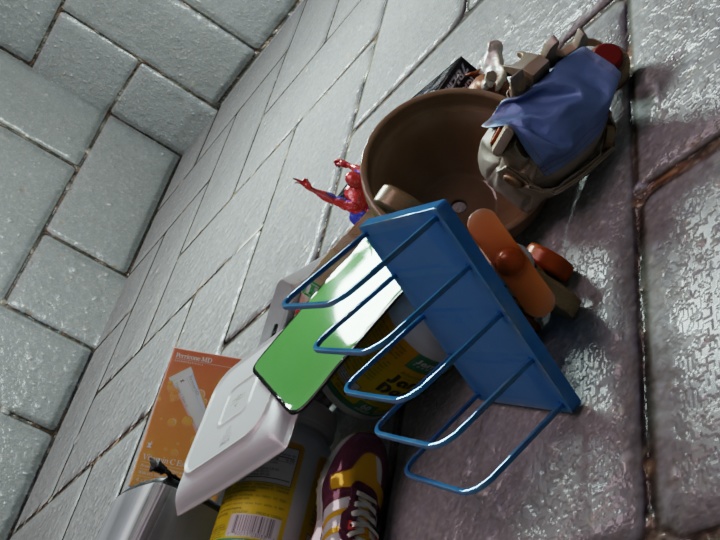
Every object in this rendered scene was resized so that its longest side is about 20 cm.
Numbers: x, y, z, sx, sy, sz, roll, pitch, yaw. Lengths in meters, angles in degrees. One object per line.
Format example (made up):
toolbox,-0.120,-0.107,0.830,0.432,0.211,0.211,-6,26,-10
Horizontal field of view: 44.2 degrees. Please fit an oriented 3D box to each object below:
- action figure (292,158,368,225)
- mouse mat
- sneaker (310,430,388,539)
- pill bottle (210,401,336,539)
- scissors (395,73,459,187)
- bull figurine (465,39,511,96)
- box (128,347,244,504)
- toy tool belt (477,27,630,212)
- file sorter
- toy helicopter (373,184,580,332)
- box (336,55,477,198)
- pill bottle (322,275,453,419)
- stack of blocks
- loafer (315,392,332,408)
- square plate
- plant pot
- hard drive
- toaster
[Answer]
action figure,-0.020,-0.096,1.114,0.065,0.099,0.200,-56,-9,-9
mouse mat,-0.024,0.046,0.887,0.200,0.008,0.161,-48,23,-6
sneaker,-0.005,0.252,0.841,0.090,0.075,0.200,-5,63,56
pill bottle,-0.088,0.241,0.952,0.113,0.113,0.200,-37,30,46
scissors,0.081,-0.139,1.054,0.014,0.073,0.200,15,64,29
bull figurine,0.147,-0.195,1.088,0.121,0.065,0.200,153,142,-83
box,-0.216,0.222,1.217,0.097,0.124,0.200,79,-158,-62
toy tool belt,0.192,-0.160,0.843,0.200,0.125,0.123,-49,-21,-8
file sorter,0.050,0.064,0.724,0.123,0.200,0.139,-40,13,-22
toy helicopter,0.100,-0.014,0.762,0.079,0.200,0.132,-59,3,0
box,0.064,-0.178,1.218,0.199,0.050,0.200,-56,11,-17
pill bottle,0.048,0.062,0.906,0.200,0.113,0.113,-43,26,38
stack of blocks,0.000,0.000,1.067,0.200,0.059,0.115,-50,-13,-40
loafer,-0.030,0.141,1.079,0.200,0.063,0.072,-38,-1,32
square plate,-0.121,0.144,0.953,0.200,0.028,0.198,-37,23,36
plant pot,0.104,-0.090,0.956,0.093,0.201,0.201,75,-149,-58
hard drive,-0.063,0.045,1.125,0.200,0.027,0.132,-33,-35,-62
toaster,-0.215,0.328,1.031,0.181,0.200,0.119,-33,28,50
